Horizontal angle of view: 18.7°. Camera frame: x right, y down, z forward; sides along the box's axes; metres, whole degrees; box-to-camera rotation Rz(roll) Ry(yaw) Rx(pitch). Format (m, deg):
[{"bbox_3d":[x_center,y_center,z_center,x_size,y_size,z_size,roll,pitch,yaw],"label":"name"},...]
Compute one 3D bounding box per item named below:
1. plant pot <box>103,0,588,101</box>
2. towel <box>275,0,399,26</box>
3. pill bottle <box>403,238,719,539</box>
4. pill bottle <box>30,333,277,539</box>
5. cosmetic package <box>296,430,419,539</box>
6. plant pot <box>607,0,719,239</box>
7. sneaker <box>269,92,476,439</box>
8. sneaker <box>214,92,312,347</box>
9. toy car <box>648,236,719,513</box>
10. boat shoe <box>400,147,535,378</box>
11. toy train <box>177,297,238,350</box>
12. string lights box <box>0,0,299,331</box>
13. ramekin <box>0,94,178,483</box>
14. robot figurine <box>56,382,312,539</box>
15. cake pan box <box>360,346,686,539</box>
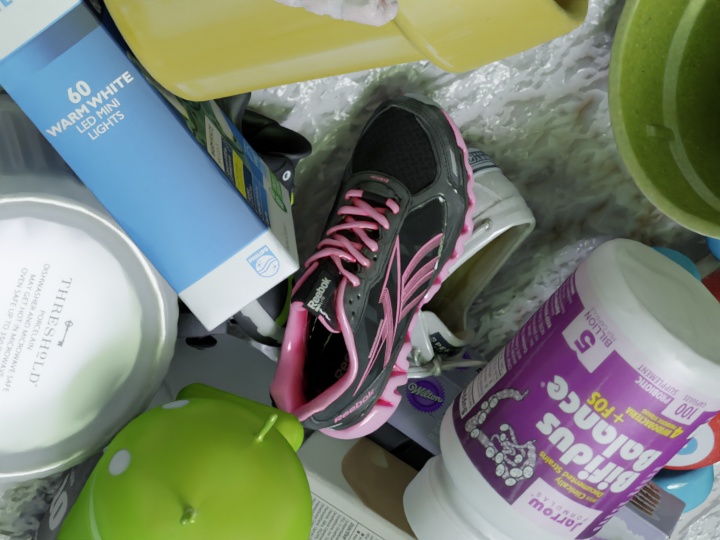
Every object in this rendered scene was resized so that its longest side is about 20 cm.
[{"bbox_3d":[-0.019,-0.169,1.004,0.189,0.201,0.201,-22,137,18],"label":"plant pot"},{"bbox_3d":[-0.045,-0.213,0.899,0.032,0.200,0.191,4,103,-52],"label":"towel"},{"bbox_3d":[0.116,0.087,1.230,0.112,0.112,0.200,21,121,-36],"label":"pill bottle"},{"bbox_3d":[-0.119,0.138,1.289,0.114,0.114,0.200,12,124,-32],"label":"pill bottle"},{"bbox_3d":[0.032,0.189,1.321,0.200,0.071,0.105,34,119,8],"label":"cosmetic package"},{"bbox_3d":[0.271,-0.096,1.204,0.184,0.201,0.200,15,124,-47],"label":"plant pot"},{"bbox_3d":[0.000,0.000,1.189,0.095,0.079,0.200,-1,108,-63],"label":"sneaker"},{"bbox_3d":[-0.056,-0.036,1.184,0.083,0.072,0.200,-28,135,2],"label":"sneaker"},{"bbox_3d":[0.261,0.077,1.309,0.177,0.200,0.185,-34,136,-24],"label":"toy car"},{"bbox_3d":[0.037,0.031,1.267,0.202,0.086,0.075,-52,153,22],"label":"boat shoe"},{"bbox_3d":[-0.165,0.029,1.217,0.200,0.046,0.034,-4,114,-17],"label":"toy train"},{"bbox_3d":[-0.113,-0.077,1.054,0.059,0.103,0.200,-35,113,10],"label":"string lights box"},{"bbox_3d":[-0.186,0.017,1.124,0.202,0.094,0.203,-7,114,-16],"label":"ramekin"},{"bbox_3d":[-0.093,0.141,1.134,0.116,0.176,0.200,37,146,2],"label":"robot figurine"},{"bbox_3d":[0.073,0.160,1.362,0.200,0.052,0.184,37,118,6],"label":"cake pan box"}]
